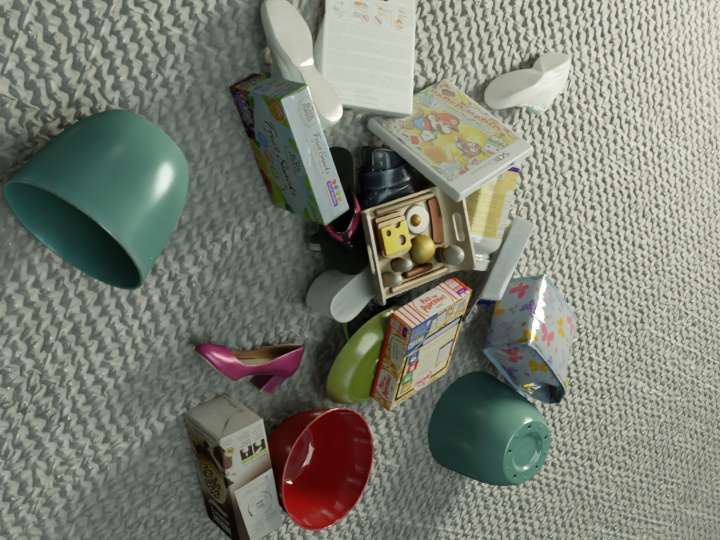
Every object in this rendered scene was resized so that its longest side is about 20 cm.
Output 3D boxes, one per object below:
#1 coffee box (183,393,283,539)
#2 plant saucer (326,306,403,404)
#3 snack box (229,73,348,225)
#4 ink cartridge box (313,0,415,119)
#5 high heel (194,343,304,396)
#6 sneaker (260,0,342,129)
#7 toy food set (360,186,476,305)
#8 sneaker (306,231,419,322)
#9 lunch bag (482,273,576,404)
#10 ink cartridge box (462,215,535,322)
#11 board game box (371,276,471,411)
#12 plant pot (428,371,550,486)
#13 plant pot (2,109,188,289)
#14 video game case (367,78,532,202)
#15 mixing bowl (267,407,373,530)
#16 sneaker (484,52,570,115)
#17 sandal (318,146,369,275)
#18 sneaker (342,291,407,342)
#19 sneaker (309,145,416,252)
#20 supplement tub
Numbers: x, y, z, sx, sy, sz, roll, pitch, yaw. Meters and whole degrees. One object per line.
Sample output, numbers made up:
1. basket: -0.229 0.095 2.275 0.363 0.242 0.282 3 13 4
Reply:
1. coffee box: -0.194 0.307 1.519 0.080 0.113 0.200 -23 117 -31
2. plant saucer: 0.027 0.149 1.648 0.200 0.031 0.200 -36 148 -27
3. snack box: -0.101 -0.174 1.416 0.053 0.142 0.200 -35 123 -25
4. ink cartridge box: 0.004 -0.340 1.507 0.160 0.047 0.200 4 85 -29
5. high heel: -0.165 0.125 1.506 0.096 0.067 0.200 -54 136 1
6. sneaker: -0.106 -0.289 1.424 0.075 0.088 0.200 -29 97 -44
7. toy food set: 0.092 -0.043 1.528 0.200 0.060 0.144 -20 104 -37
8. sneaker: 0.000 0.000 1.576 0.200 0.116 0.074 -38 113 -21
9. lunch bag: 0.327 0.135 1.851 0.200 0.127 0.170 45 48 -34
10. ink cartridge box: 0.236 0.012 1.738 0.041 0.200 0.200 27 87 4
11. board game box: 0.100 0.123 1.643 0.151 0.046 0.200 -28 144 -37
12. plant pot: 0.256 0.309 1.853 0.200 0.161 0.201 -14 112 -36
13. plant pot: -0.311 -0.101 1.234 0.201 0.200 0.161 53 57 -37
14. video game case: 0.143 -0.211 1.569 0.182 0.200 0.023 -33 154 -32
15. mixing bowl: -0.085 0.307 1.601 0.200 0.108 0.200 -12 107 -44
16. sneaker: 0.298 -0.309 1.739 0.200 0.075 0.089 -29 133 -30
17. sandal: -0.032 -0.091 1.501 0.075 0.045 0.200 -8 85 1
18. sneaker: 0.030 0.042 1.633 0.074 0.081 0.200 10 98 -40
19. sneaker: -0.004 -0.117 1.563 0.202 0.077 0.146 -21 108 -23
20. supplement tub: 0.178 -0.111 1.662 0.145 0.145 0.200 7 100 -40
